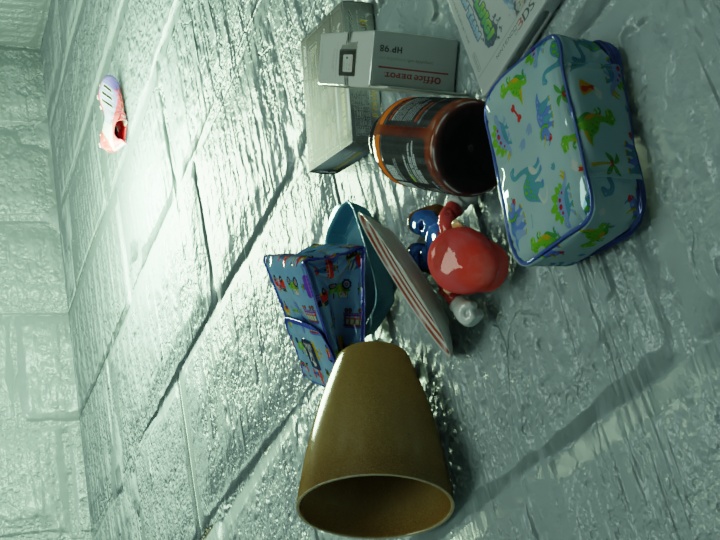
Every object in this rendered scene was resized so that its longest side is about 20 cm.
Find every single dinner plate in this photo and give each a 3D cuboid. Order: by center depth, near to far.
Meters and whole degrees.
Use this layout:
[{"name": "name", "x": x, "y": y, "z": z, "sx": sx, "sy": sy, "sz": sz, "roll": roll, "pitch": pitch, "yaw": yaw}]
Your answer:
[{"name": "dinner plate", "x": 0.058, "y": 0.012, "z": 1.406, "sx": 0.201, "sy": 0.024, "sz": 0.200, "roll": 56, "pitch": 176, "yaw": 6}]

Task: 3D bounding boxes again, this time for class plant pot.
[{"name": "plant pot", "x": 0.015, "y": 0.194, "z": 1.451, "sx": 0.187, "sy": 0.184, "sz": 0.202, "roll": 125, "pitch": 151, "yaw": -51}]

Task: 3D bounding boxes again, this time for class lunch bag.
[{"name": "lunch bag", "x": 0.191, "y": -0.111, "z": 1.153, "sx": 0.161, "sy": 0.082, "sz": 0.202, "roll": 139, "pitch": 127, "yaw": -57}, {"name": "lunch bag", "x": -0.047, "y": 0.071, "z": 1.606, "sx": 0.150, "sy": 0.093, "sz": 0.202, "roll": 5, "pitch": 107, "yaw": 64}]

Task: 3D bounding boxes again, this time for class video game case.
[{"name": "video game case", "x": 0.152, "y": -0.322, "z": 1.308, "sx": 0.182, "sy": 0.023, "sz": 0.202, "roll": 122, "pitch": 141, "yaw": -49}]

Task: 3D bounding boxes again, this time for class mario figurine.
[{"name": "mario figurine", "x": 0.118, "y": -0.017, "z": 1.353, "sx": 0.124, "sy": 0.106, "sz": 0.200, "roll": 59, "pitch": 175, "yaw": -18}]

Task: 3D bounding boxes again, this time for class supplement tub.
[{"name": "supplement tub", "x": 0.081, "y": -0.144, "z": 1.365, "sx": 0.200, "sy": 0.106, "sz": 0.108, "roll": -160, "pitch": 72, "yaw": -64}]

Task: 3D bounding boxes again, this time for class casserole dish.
[{"name": "casserole dish", "x": 0.000, "y": 0.000, "z": 1.624, "sx": 0.121, "sy": 0.038, "sz": 0.202, "roll": 121, "pitch": 142, "yaw": -48}]

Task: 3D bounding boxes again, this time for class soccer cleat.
[{"name": "soccer cleat", "x": -0.592, "y": -0.382, "z": 2.915, "sx": 0.076, "sy": 0.066, "sz": 0.202, "roll": -13, "pitch": 69, "yaw": 33}]

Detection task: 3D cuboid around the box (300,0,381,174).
[{"name": "box", "x": -0.029, "y": -0.251, "z": 1.675, "sx": 0.158, "sy": 0.048, "sz": 0.202, "roll": 155, "pitch": 112, "yaw": -63}]

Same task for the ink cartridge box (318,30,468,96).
[{"name": "ink cartridge box", "x": 0.040, "y": -0.249, "z": 1.447, "sx": 0.200, "sy": 0.115, "sz": 0.067, "roll": -160, "pitch": 73, "yaw": -63}]
